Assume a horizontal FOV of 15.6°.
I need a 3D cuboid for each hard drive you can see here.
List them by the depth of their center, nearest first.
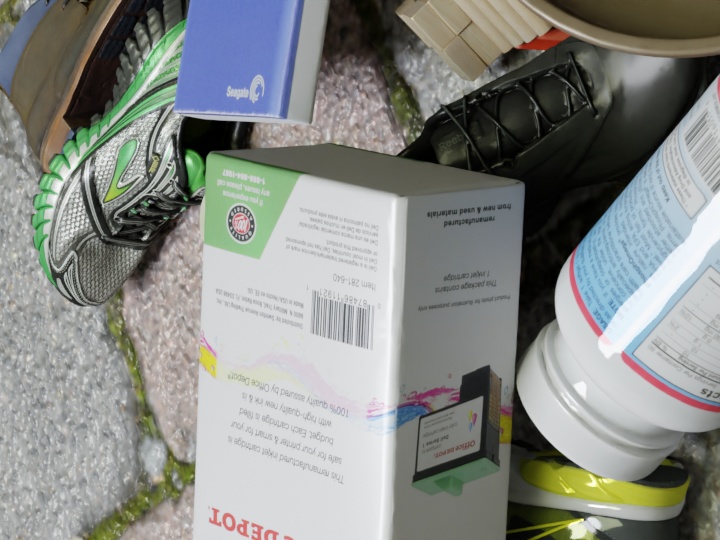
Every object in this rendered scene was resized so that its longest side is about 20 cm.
[{"bbox_3d":[-0.048,-0.178,1.362,0.132,0.025,0.201,9,90,62],"label":"hard drive"}]

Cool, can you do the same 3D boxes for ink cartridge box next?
[{"bbox_3d":[-0.003,0.049,1.249,0.145,0.084,0.201,14,106,48],"label":"ink cartridge box"}]

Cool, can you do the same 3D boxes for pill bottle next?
[{"bbox_3d":[0.157,0.001,1.183,0.200,0.109,0.109,-52,57,33],"label":"pill bottle"}]

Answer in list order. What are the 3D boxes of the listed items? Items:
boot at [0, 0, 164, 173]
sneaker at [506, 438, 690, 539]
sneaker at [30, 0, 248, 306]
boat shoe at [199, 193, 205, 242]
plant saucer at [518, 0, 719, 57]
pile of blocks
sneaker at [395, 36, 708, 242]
[{"bbox_3d":[-0.154,-0.147,1.512,0.097,0.075,0.200,48,124,29],"label":"boot"},{"bbox_3d":[0.071,0.128,1.297,0.200,0.074,0.085,2,93,45],"label":"sneaker"},{"bbox_3d":[-0.118,-0.055,1.476,0.085,0.078,0.200,50,123,31],"label":"sneaker"},{"bbox_3d":[0.000,0.000,1.371,0.200,0.062,0.071,28,108,41],"label":"boat shoe"},{"bbox_3d":[0.144,-0.178,1.173,0.199,0.029,0.201,-4,64,8],"label":"plant saucer"},{"bbox_3d":[0.100,-0.148,1.281,0.062,0.082,0.200,46,143,-14],"label":"pile of blocks"},{"bbox_3d":[0.084,-0.066,1.268,0.200,0.091,0.076,-39,63,37],"label":"sneaker"}]
